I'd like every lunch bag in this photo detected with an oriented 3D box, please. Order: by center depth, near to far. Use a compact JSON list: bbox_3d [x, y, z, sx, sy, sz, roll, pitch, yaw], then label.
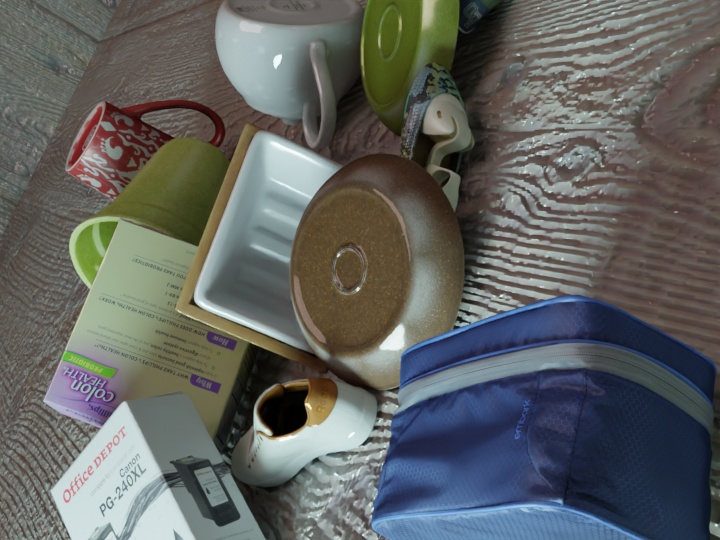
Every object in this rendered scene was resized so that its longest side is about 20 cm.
[{"bbox_3d":[0.101,0.098,0.563,0.199,0.135,0.134,-23,46,51],"label":"lunch bag"}]

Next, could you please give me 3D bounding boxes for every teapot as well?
[{"bbox_3d":[-0.079,-0.241,1.151,0.200,0.194,0.148,-47,-33,-53],"label":"teapot"}]

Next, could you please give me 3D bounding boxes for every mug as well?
[{"bbox_3d":[-0.293,-0.157,1.366,0.133,0.198,0.180,-21,48,50],"label":"mug"}]

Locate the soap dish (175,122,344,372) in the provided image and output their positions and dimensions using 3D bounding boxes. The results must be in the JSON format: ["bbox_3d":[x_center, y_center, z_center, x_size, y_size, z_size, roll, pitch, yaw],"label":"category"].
[{"bbox_3d":[-0.078,-0.020,0.954,0.081,0.155,0.203,-32,37,68],"label":"soap dish"}]

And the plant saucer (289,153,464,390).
[{"bbox_3d":[0.000,0.000,0.829,0.198,0.036,0.205,-4,84,43],"label":"plant saucer"}]

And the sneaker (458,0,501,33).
[{"bbox_3d":[0.081,-0.294,1.009,0.090,0.067,0.200,-54,32,2],"label":"sneaker"}]

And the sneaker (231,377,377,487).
[{"bbox_3d":[-0.075,0.137,0.875,0.199,0.084,0.074,-34,40,43],"label":"sneaker"}]

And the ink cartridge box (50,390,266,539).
[{"bbox_3d":[-0.176,0.232,0.863,0.145,0.083,0.201,-47,64,26],"label":"ink cartridge box"}]

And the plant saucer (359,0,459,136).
[{"bbox_3d":[0.041,-0.239,0.984,0.199,0.031,0.204,-177,90,-68],"label":"plant saucer"}]

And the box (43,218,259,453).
[{"bbox_3d":[-0.200,0.078,1.014,0.097,0.173,0.203,99,-170,-72],"label":"box"}]

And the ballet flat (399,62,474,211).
[{"bbox_3d":[0.069,-0.093,0.860,0.074,0.073,0.204,-8,68,56],"label":"ballet flat"}]

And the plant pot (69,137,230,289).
[{"bbox_3d":[-0.233,-0.058,1.220,0.199,0.200,0.186,-30,30,44],"label":"plant pot"}]
